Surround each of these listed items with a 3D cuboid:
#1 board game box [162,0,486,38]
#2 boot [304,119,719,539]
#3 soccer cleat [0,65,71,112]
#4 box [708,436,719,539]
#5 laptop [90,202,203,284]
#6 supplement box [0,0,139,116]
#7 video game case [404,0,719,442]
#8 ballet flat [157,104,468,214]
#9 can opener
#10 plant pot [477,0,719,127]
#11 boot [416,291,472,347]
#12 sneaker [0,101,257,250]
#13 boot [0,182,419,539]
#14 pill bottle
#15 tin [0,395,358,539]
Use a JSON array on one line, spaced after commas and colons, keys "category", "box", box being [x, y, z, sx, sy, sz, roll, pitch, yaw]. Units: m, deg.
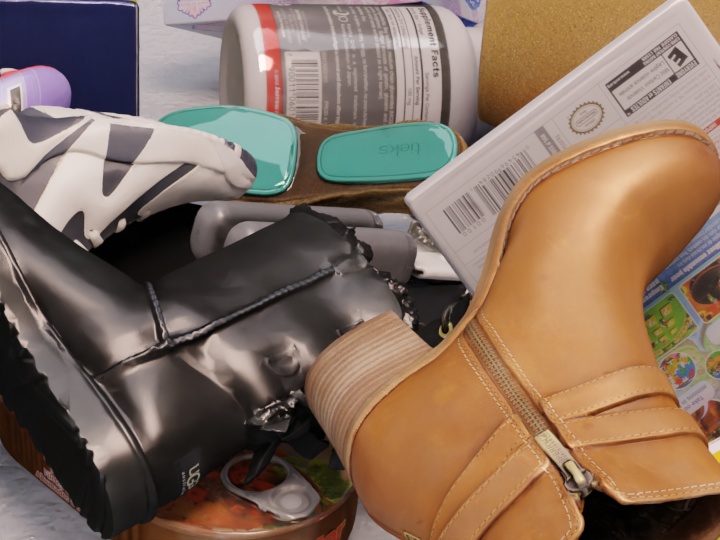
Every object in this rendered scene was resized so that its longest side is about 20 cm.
[{"category": "board game box", "box": [-0.016, -0.201, 1.193, 0.199, 0.041, 0.200, -1, 1, 22]}, {"category": "boot", "box": [0.087, 0.033, 0.569, 0.200, 0.077, 0.155, -31, 36, -13]}, {"category": "soccer cleat", "box": [-0.222, -0.036, 0.857, 0.076, 0.067, 0.200, 34, 59, 23]}, {"category": "box", "box": [0.213, 0.137, 0.552, 0.101, 0.113, 0.200, -20, 35, -40]}, {"category": "laptop", "box": [-0.105, 0.011, 0.888, 0.177, 0.103, 0.200, 13, 1, 16]}, {"category": "supplement box", "box": [-0.200, -0.128, 1.014, 0.109, 0.110, 0.200, 0, 15, -10]}, {"category": "video game case", "box": [0.134, 0.007, 0.669, 0.143, 0.200, 0.018, -36, 8, 2]}, {"category": "ballet flat", "box": [-0.029, -0.059, 0.963, 0.200, 0.072, 0.068, 1, 64, 11]}, {"category": "can opener", "box": [0.000, 0.000, 0.808, 0.200, 0.067, 0.053, 7, 17, -46]}, {"category": "plant pot", "box": [0.175, -0.129, 0.954, 0.200, 0.187, 0.186, 7, 25, 8]}, {"category": "boot", "box": [0.055, 0.011, 0.743, 0.203, 0.154, 0.073, 11, 25, 15]}, {"category": "sneaker", "box": [-0.153, -0.018, 0.811, 0.199, 0.130, 0.079, 4, 8, -36]}, {"category": "boot", "box": [-0.079, 0.011, 0.675, 0.162, 0.073, 0.198, -24, 61, -30]}, {"category": "pill bottle", "box": [0.011, -0.122, 1.067, 0.200, 0.116, 0.116, -2, 26, -15]}, {"category": "tin", "box": [-0.085, 0.075, 0.712, 0.112, 0.042, 0.200, -26, 40, -35]}]
